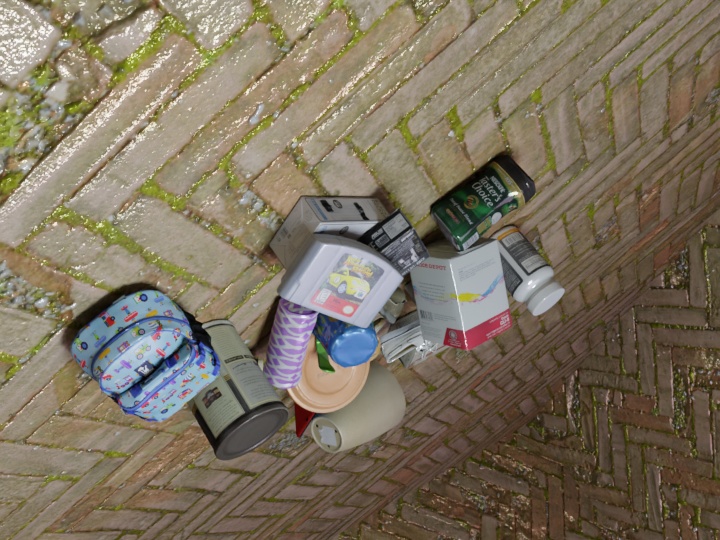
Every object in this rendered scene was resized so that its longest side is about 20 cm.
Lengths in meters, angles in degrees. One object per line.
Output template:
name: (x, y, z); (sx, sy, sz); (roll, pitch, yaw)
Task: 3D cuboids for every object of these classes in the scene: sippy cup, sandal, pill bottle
sippy cup: (-0.029, 0.114, 1.609); (0.139, 0.131, 0.179); (-18, 128, -9)
sandal: (0.013, 0.186, 1.885); (0.201, 0.054, 0.080); (-60, 179, 28)
pill bottle: (0.382, 0.001, 1.950); (0.116, 0.201, 0.117); (-29, 155, -15)

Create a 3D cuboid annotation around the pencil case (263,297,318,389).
pencil case: (-0.130, 0.135, 1.581); (0.085, 0.084, 0.201); (-18, 138, -40)

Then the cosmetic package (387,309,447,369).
cosmetic package: (0.174, 0.148, 2.045); (0.199, 0.104, 0.088); (-23, 154, -27)

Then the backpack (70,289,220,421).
backpack: (-0.333, 0.128, 1.270); (0.182, 0.135, 0.200); (-37, 153, -4)

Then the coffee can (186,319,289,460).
coffee can: (-0.237, 0.209, 1.459); (0.146, 0.200, 0.147); (-30, 155, -15)

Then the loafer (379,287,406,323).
loafer: (0.050, 0.054, 1.758); (0.070, 0.075, 0.200); (-49, 161, -3)

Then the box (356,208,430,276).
box: (0.021, -0.007, 1.472); (0.199, 0.050, 0.158); (-38, 157, 3)

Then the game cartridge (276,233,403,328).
game cartridge: (-0.026, 0.015, 1.368); (0.199, 0.041, 0.134); (22, 108, -38)

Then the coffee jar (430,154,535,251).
coffee jar: (0.245, -0.136, 1.634); (0.199, 0.104, 0.085); (-37, 152, -3)

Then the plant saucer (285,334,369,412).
plant saucer: (-0.069, 0.198, 1.716); (0.199, 0.202, 0.032); (-28, -163, -20)

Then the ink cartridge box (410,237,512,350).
ink cartridge box: (0.208, 0.040, 1.735); (0.144, 0.145, 0.202); (-22, 109, -31)

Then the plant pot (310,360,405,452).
plant pot: (-0.022, 0.338, 1.945); (0.200, 0.187, 0.188); (-33, 161, -49)

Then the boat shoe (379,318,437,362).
boat shoe: (0.137, 0.159, 1.867); (0.201, 0.087, 0.075); (-25, 156, 17)

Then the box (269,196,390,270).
box: (-0.045, -0.065, 1.412); (0.199, 0.060, 0.117); (-5, 140, -52)

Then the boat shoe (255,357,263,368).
boat shoe: (-0.231, 0.225, 1.673); (0.062, 0.074, 0.202); (1, 155, -8)

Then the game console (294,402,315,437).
game console: (-0.074, 0.259, 1.877); (0.172, 0.119, 0.201); (-14, 147, -42)

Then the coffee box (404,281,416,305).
coffee box: (0.210, 0.023, 1.897); (0.199, 0.080, 0.113); (-37, 155, -1)
